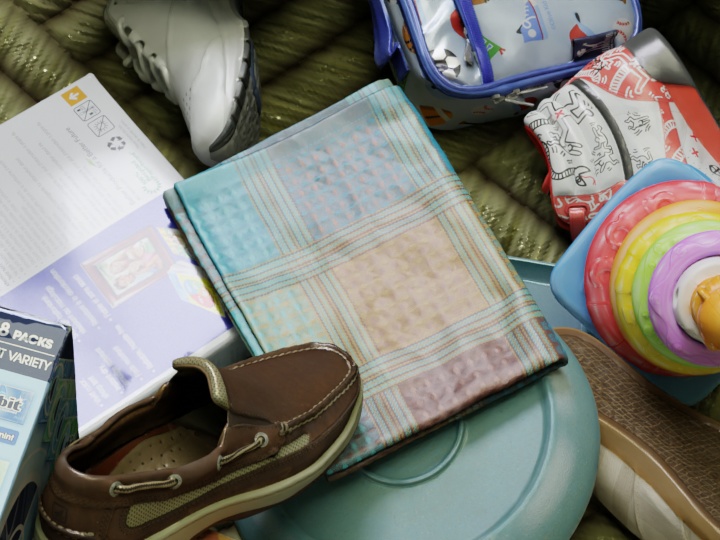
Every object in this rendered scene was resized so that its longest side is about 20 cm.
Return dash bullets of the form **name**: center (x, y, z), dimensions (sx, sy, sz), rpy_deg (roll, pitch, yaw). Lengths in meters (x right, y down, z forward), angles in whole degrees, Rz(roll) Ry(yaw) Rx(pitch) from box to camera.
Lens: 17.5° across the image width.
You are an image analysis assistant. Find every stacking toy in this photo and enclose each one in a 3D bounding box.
- **stacking toy**: center (0.177, 0.013, 1.202), dimensions (0.116, 0.200, 0.110), rpy_deg (42, 94, -5)

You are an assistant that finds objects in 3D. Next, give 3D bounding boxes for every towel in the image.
- **towel**: center (0.000, 0.000, 1.231), dimensions (0.146, 0.022, 0.200), rpy_deg (-26, 61, -9)

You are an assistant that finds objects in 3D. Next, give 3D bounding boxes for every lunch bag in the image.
- **lunch bag**: center (0.073, -0.184, 1.405), dimensions (0.160, 0.076, 0.201), rpy_deg (-14, 75, -20)

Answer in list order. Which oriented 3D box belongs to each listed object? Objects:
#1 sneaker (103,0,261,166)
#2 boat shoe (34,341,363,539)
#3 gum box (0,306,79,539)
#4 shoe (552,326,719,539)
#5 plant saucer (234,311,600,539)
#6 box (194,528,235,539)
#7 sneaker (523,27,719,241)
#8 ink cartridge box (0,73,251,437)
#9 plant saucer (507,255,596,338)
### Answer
- **sneaker**: center (-0.105, -0.132, 1.380), dimensions (0.087, 0.075, 0.200), rpy_deg (-9, 46, -5)
- **boat shoe**: center (-0.068, 0.075, 1.102), dimensions (0.075, 0.075, 0.202), rpy_deg (26, 40, 28)
- **gum box**: center (-0.179, 0.143, 1.069), dimensions (0.044, 0.170, 0.200), rpy_deg (15, 62, 3)
- **shoe**: center (0.164, 0.109, 1.240), dimensions (0.200, 0.053, 0.070), rpy_deg (41, 48, 19)
- **plant saucer**: center (0.024, 0.087, 1.213), dimensions (0.199, 0.027, 0.201), rpy_deg (-5, 60, 9)
- **box**: center (-0.031, 0.217, 1.076), dimensions (0.200, 0.098, 0.125), rpy_deg (19, 52, 21)
- **sneaker**: center (0.176, -0.030, 1.343), dimensions (0.108, 0.067, 0.202), rpy_deg (-32, 79, 1)
- **ink cartridge box**: center (-0.173, 0.010, 1.268), dimensions (0.200, 0.047, 0.198), rpy_deg (-33, 64, -18)
- **plant saucer**: center (0.034, 0.015, 1.311), dimensions (0.199, 0.019, 0.070), rpy_deg (10, 52, -1)
